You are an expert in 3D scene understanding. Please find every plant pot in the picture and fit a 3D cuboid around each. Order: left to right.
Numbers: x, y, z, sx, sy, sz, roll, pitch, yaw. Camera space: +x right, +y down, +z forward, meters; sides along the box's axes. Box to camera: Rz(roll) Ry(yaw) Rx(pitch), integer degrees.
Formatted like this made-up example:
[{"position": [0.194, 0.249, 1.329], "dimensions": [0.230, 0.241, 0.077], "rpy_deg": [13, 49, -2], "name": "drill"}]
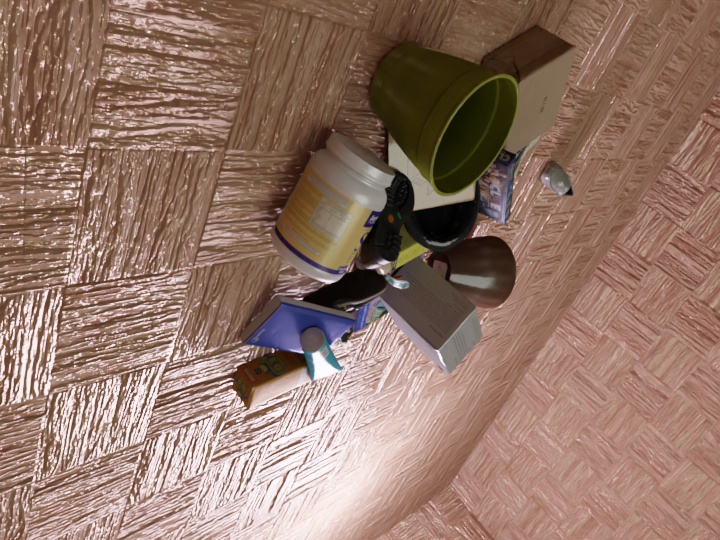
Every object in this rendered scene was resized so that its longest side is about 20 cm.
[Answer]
[{"position": [0.118, -0.260, 0.955], "dimensions": [0.198, 0.193, 0.204], "rpy_deg": [-33, 148, -24], "name": "plant pot"}, {"position": [0.266, 0.002, 1.516], "dimensions": [0.195, 0.188, 0.191], "rpy_deg": [1, 127, -38], "name": "plant pot"}]

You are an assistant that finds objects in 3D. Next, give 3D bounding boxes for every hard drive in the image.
[{"position": [-0.119, 0.114, 1.166], "dimensions": [0.197, 0.026, 0.132], "rpy_deg": [17, 130, -44], "name": "hard drive"}]

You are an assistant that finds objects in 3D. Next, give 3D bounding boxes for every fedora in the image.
[{"position": [0.151, -0.143, 1.221], "dimensions": [0.199, 0.204, 0.091], "rpy_deg": [-38, -167, -16], "name": "fedora"}]

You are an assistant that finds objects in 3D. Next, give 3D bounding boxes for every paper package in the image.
[{"position": [0.331, -0.361, 1.222], "dimensions": [0.188, 0.103, 0.203], "rpy_deg": [-35, 149, -23], "name": "paper package"}]

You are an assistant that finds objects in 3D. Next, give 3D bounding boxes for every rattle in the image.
[{"position": [0.000, 0.000, 1.156], "dimensions": [0.144, 0.129, 0.202], "rpy_deg": [-49, 143, -15], "name": "rattle"}]

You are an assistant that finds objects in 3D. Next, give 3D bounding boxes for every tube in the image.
[{"position": [-0.082, 0.183, 1.221], "dimensions": [0.075, 0.052, 0.202], "rpy_deg": [-12, 149, -1], "name": "tube"}]

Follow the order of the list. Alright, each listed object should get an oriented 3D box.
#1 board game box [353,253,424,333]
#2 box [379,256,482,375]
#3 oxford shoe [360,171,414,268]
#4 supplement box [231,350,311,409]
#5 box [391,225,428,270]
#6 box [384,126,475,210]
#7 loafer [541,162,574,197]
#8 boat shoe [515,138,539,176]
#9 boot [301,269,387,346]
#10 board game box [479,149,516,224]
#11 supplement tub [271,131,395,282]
[{"position": [0.059, 0.025, 1.371], "dimensions": [0.196, 0.041, 0.204], "rpy_deg": [-28, 145, -33], "name": "board game box"}, {"position": [0.164, 0.105, 1.365], "dimensions": [0.131, 0.199, 0.200], "rpy_deg": [-44, 152, -7], "name": "box"}, {"position": [0.039, -0.091, 1.039], "dimensions": [0.084, 0.072, 0.204], "rpy_deg": [-29, -149, 50], "name": "oxford shoe"}, {"position": [-0.171, 0.215, 1.258], "dimensions": [0.197, 0.066, 0.070], "rpy_deg": [-20, 141, -43], "name": "supplement box"}, {"position": [0.118, -0.077, 1.301], "dimensions": [0.197, 0.075, 0.051], "rpy_deg": [-30, 150, -32], "name": "box"}, {"position": [0.134, -0.200, 1.118], "dimensions": [0.194, 0.021, 0.169], "rpy_deg": [-12, 120, -20], "name": "box"}, {"position": [0.576, -0.258, 1.718], "dimensions": [0.198, 0.070, 0.071], "rpy_deg": [8, 120, -57], "name": "loafer"}, {"position": [0.349, -0.275, 1.393], "dimensions": [0.064, 0.072, 0.202], "rpy_deg": [15, 116, -45], "name": "boat shoe"}, {"position": [-0.032, 0.086, 1.265], "dimensions": [0.195, 0.074, 0.152], "rpy_deg": [-25, 148, -11], "name": "boot"}, {"position": [0.267, -0.197, 1.294], "dimensions": [0.035, 0.133, 0.202], "rpy_deg": [-51, 153, -20], "name": "board game box"}, {"position": [-0.044, -0.102, 0.969], "dimensions": [0.144, 0.145, 0.203], "rpy_deg": [5, 123, -55], "name": "supplement tub"}]
